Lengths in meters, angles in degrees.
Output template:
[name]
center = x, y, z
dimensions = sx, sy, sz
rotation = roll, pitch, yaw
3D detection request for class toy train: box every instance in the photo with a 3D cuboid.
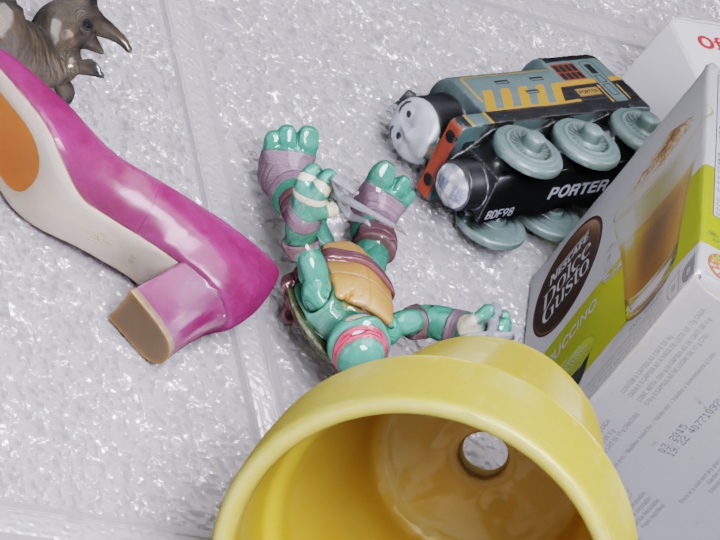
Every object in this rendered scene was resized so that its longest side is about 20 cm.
[toy train]
center = 0.108, -0.078, 1.677
dimensions = 0.200, 0.085, 0.114
rotation = -11, 47, -42

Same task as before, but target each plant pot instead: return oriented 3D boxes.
[plant pot]
center = 0.045, 0.122, 1.345
dimensions = 0.201, 0.201, 0.189
rotation = 38, 23, -1

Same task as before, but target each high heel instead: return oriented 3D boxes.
[high heel]
center = -0.128, -0.049, 1.455
dimensions = 0.200, 0.067, 0.096
rotation = 50, 49, 7

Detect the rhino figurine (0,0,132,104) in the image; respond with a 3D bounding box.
[rhino figurine]
center = -0.212, -0.134, 1.485
dimensions = 0.200, 0.060, 0.088
rotation = 7, 62, -36

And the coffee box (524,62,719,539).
[coffee box]
center = 0.223, 0.045, 1.544
dimensions = 0.200, 0.200, 0.198
rotation = 27, 39, -14

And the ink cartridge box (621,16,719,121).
[ink cartridge box]
center = 0.269, -0.060, 1.779
dimensions = 0.146, 0.084, 0.200
rotation = 6, 48, -36

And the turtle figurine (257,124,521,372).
[turtle figurine]
center = 0.000, 0.000, 1.490
dimensions = 0.150, 0.101, 0.200
rotation = 42, 16, -31
